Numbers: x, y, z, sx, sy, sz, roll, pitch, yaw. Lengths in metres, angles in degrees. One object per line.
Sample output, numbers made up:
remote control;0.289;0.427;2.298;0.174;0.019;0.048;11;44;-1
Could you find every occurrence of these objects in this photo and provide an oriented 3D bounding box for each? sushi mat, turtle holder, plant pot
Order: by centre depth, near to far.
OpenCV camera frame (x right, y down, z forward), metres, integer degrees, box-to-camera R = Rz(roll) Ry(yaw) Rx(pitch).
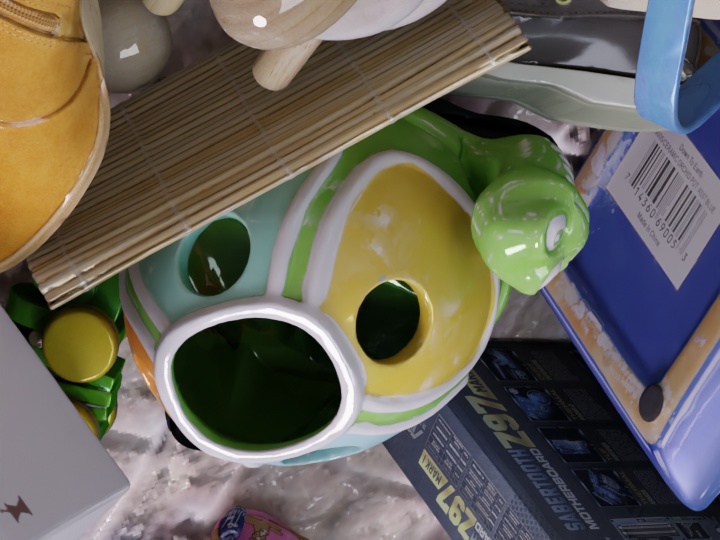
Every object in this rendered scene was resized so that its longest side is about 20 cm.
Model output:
sushi mat;-0.039;-0.059;1.080;0.199;0.096;0.012;-29;125;-5
turtle holder;-0.003;0.009;1.112;0.184;0.132;0.142;7;122;14
plant pot;0.198;-0.003;1.269;0.179;0.200;0.200;15;118;-31

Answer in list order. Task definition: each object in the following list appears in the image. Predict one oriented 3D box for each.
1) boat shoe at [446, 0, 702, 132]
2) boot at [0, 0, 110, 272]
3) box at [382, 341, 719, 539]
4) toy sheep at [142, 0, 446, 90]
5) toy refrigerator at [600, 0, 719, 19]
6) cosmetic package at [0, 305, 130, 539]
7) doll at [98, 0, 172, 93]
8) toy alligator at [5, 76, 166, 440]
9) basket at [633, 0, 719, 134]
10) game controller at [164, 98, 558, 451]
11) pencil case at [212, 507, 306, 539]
boat shoe;0.046;-0.101;1.182;0.200;0.072;0.061;10;82;-24
boot;-0.146;-0.085;0.991;0.143;0.071;0.201;14;134;-26
box;0.115;0.106;1.299;0.157;0.200;0.051;3;122;-34
toy sheep;-0.005;-0.148;1.048;0.137;0.200;0.138;11;135;11
toy refrigerator;0.142;-0.203;1.143;0.070;0.076;0.201;3;124;-34
cosmetic package;-0.183;0.101;1.077;0.200;0.102;0.071;-43;170;38
doll;-0.160;-0.059;1.092;0.199;0.049;0.137;-19;153;-20
toy alligator;-0.118;0.013;1.185;0.054;0.059;0.201;13;104;1
basket;0.163;-0.157;1.025;0.200;0.139;0.177;-40;147;-43
game controller;0.000;0.007;1.242;0.104;0.042;0.200;14;128;-37
pencil case;-0.084;0.203;1.333;0.086;0.083;0.200;26;111;-34
